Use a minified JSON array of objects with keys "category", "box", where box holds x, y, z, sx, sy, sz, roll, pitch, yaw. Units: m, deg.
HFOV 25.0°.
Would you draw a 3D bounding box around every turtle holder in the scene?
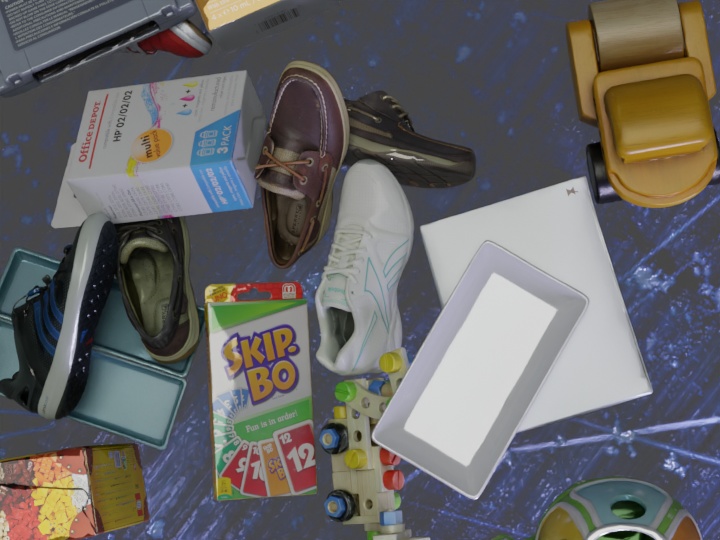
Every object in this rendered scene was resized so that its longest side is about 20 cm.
[{"category":"turtle holder","box":[0.211,0.243,1.428,0.185,0.132,0.141,27,89,7]}]

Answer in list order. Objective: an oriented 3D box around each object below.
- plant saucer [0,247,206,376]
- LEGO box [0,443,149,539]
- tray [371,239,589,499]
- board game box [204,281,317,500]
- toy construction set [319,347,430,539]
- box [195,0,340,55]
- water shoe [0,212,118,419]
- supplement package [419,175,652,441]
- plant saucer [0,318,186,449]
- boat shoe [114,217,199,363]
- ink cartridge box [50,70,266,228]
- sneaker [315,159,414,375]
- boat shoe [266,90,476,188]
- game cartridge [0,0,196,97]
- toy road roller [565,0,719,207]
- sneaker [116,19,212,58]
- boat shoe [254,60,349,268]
[{"category":"plant saucer","box":[-0.245,0.041,1.531,0.200,0.019,0.070,17,72,7]},{"category":"LEGO box","box":[-0.285,0.204,1.443,0.149,0.200,0.077,-11,84,5]},{"category":"tray","box":[0.103,0.085,1.395,0.107,0.022,0.200,30,89,8]},{"category":"board game box","box":[-0.093,0.110,1.508,0.095,0.030,0.200,-2,82,-13]},{"category":"toy construction set","box":[0.025,0.171,1.457,0.131,0.092,0.200,-9,68,35]},{"category":"box","box":[-0.115,-0.325,1.523,0.124,0.097,0.200,-23,83,2]},{"category":"water shoe","box":[-0.279,0.037,1.469,0.079,0.071,0.200,19,103,11]},{"category":"supplement package","box":[0.156,0.037,1.462,0.155,0.111,0.200,-17,83,3]},{"category":"plant saucer","box":[-0.266,0.107,1.541,0.200,0.019,0.070,18,86,6]},{"category":"boat shoe","box":[-0.195,-0.015,1.503,0.072,0.066,0.201,-15,69,2]},{"category":"ink cartridge box","box":[-0.195,-0.110,1.489,0.200,0.068,0.115,-6,50,14]},{"category":"sneaker","box":[0.000,0.000,1.469,0.070,0.080,0.201,7,99,36]},{"category":"boat shoe","box":[0.014,-0.131,1.505,0.200,0.075,0.073,14,77,8]},{"category":"game cartridge","box":[-0.263,-0.256,1.497,0.200,0.042,0.133,-23,67,3]},{"category":"toy road roller","box":[0.259,-0.156,1.450,0.123,0.146,0.200,-9,85,4]},{"category":"sneaker","box":[-0.245,-0.221,1.539,0.200,0.071,0.113,29,84,14]},{"category":"boat shoe","box":[-0.059,-0.090,1.458,0.072,0.072,0.200,19,128,12]}]
